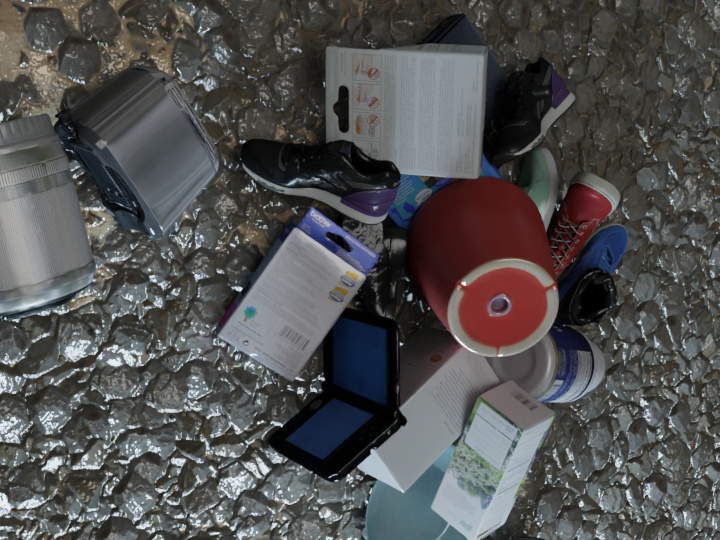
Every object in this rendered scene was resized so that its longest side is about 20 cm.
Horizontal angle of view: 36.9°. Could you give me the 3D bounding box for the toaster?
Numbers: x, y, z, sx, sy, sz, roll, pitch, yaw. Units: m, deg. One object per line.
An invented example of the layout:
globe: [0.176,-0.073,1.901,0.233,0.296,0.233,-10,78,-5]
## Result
toaster: [-0.254,-0.144,1.236,0.129,0.113,0.200,-46,130,-22]

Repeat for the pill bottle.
pill bottle: [0.268,0.131,1.532,0.200,0.111,0.112,10,90,-52]

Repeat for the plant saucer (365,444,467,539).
plant saucer: [0.086,0.336,1.518,0.200,0.039,0.202,-3,96,-27]

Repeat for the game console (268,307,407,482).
game console: [-0.037,0.147,1.342,0.176,0.200,0.117,-39,110,-19]

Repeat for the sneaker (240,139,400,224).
sneaker: [-0.046,-0.136,1.337,0.199,0.088,0.076,19,45,-7]

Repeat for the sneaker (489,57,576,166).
sneaker: [0.212,-0.217,1.453,0.088,0.076,0.200,56,45,-15]

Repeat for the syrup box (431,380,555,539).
syrup box: [0.174,0.255,1.435,0.081,0.079,0.201,-16,133,-46]

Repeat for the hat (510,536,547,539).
hat: [0.218,0.468,1.580,0.200,0.081,0.202,-7,106,-25]

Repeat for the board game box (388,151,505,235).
board game box: [0.086,-0.134,1.432,0.152,0.045,0.200,-35,114,12]

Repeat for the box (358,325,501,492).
box: [0.072,0.180,1.446,0.200,0.124,0.098,-42,113,-19]

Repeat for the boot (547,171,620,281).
boot: [0.293,-0.050,1.515,0.072,0.200,0.145,31,79,10]

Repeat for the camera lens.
camera lens: [-0.382,-0.055,1.160,0.159,0.160,0.201,-18,103,-26]

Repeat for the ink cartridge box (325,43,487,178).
ink cartridge box: [0.057,-0.204,1.360,0.199,0.047,0.161,6,115,11]

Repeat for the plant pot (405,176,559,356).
plant pot: [0.163,0.005,1.386,0.199,0.178,0.201,-3,119,-5]

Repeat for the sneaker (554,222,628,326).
sneaker: [0.353,0.008,1.589,0.200,0.111,0.077,-42,112,-19]

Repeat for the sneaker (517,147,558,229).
sneaker: [0.206,-0.090,1.524,0.118,0.074,0.202,15,81,-19]

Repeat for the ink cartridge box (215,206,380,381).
ink cartridge box: [-0.079,0.028,1.367,0.119,0.042,0.200,34,96,-19]

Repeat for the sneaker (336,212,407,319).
sneaker: [0.001,0.001,1.431,0.104,0.060,0.201,8,100,-14]

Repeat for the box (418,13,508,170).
box: [0.136,-0.225,1.484,0.158,0.051,0.200,-46,115,-18]
